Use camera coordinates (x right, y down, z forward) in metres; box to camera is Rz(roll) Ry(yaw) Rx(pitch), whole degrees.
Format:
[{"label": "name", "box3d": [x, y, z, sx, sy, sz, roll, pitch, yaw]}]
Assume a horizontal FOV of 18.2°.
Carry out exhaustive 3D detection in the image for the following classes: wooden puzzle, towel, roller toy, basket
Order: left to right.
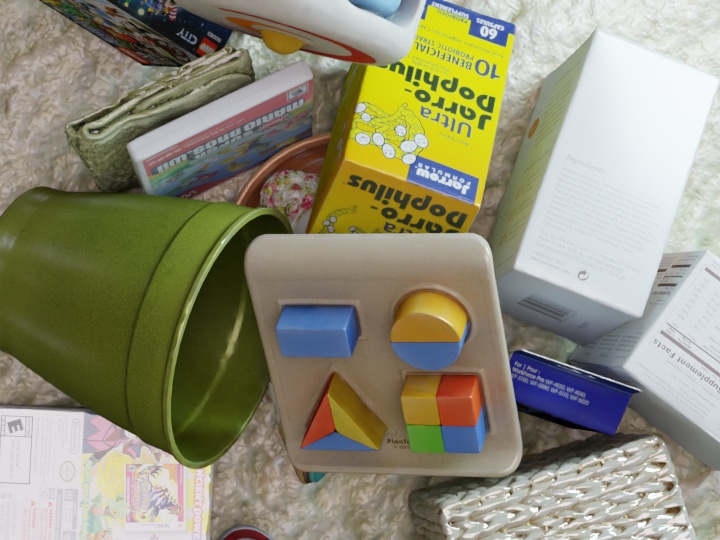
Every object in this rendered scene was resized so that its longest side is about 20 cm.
[{"label": "towel", "box3d": [-0.144, -0.108, 1.688, 0.148, 0.200, 0.037, -25, 83, -5]}, {"label": "roller toy", "box3d": [-0.042, -0.222, 1.590, 0.199, 0.182, 0.140, 16, 89, -5]}, {"label": "wooden puzzle", "box3d": [0.015, 0.070, 1.632, 0.184, 0.046, 0.201, 0, 122, 17]}, {"label": "basket", "box3d": [0.149, 0.225, 1.718, 0.197, 0.200, 0.161, -16, 89, -6]}]

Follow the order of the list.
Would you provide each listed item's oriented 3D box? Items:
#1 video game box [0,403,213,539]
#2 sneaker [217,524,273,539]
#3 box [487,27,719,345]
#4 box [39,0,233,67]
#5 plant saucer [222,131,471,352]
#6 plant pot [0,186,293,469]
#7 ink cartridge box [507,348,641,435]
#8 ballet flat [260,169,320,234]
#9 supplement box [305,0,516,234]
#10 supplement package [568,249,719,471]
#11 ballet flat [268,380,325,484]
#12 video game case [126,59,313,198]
[{"label": "video game box", "box3d": [-0.207, 0.205, 1.757, 0.181, 0.047, 0.201, 3, 90, -4]}, {"label": "sneaker", "box3d": [-0.039, 0.284, 1.740, 0.071, 0.112, 0.200, -43, 94, -4]}, {"label": "box", "box3d": [0.178, -0.061, 1.731, 0.106, 0.152, 0.201, 22, 78, -6]}, {"label": "box", "box3d": [-0.207, -0.217, 1.680, 0.200, 0.136, 0.038, 31, 80, -27]}, {"label": "plant saucer", "box3d": [-0.011, -0.009, 1.783, 0.199, 0.037, 0.201, 0, 89, -7]}, {"label": "plant pot", "box3d": [-0.177, 0.022, 1.686, 0.192, 0.200, 0.201, 18, 88, 20]}, {"label": "ink cartridge box", "box3d": [0.142, 0.092, 1.716, 0.099, 0.200, 0.039, 20, 84, -5]}, {"label": "ballet flat", "box3d": [0.000, 0.000, 1.734, 0.076, 0.064, 0.200, -42, 93, -4]}, {"label": "supplement box", "box3d": [0.039, -0.104, 1.703, 0.108, 0.110, 0.200, 19, 49, -7]}, {"label": "supplement package", "box3d": [0.270, 0.074, 1.729, 0.156, 0.200, 0.111, 37, 86, -5]}, {"label": "ballet flat", "box3d": [-0.038, 0.073, 1.726, 0.063, 0.069, 0.201, 24, 124, 18]}, {"label": "video game case", "box3d": [-0.102, -0.097, 1.692, 0.143, 0.200, 0.017, -26, 82, -6]}]
